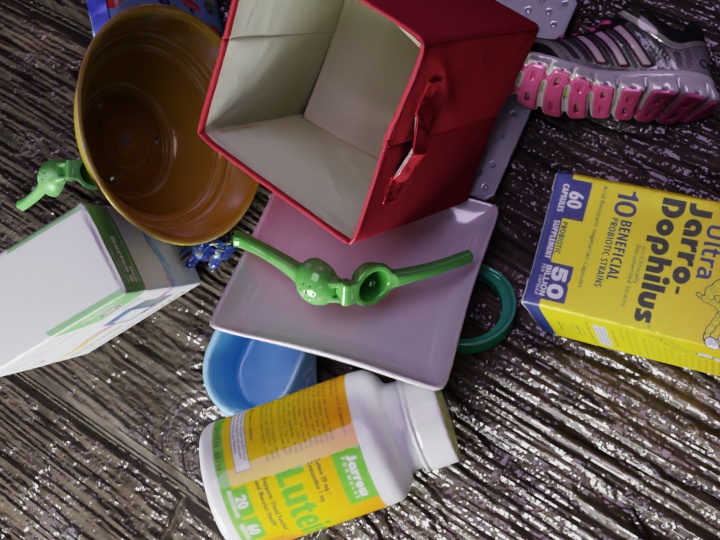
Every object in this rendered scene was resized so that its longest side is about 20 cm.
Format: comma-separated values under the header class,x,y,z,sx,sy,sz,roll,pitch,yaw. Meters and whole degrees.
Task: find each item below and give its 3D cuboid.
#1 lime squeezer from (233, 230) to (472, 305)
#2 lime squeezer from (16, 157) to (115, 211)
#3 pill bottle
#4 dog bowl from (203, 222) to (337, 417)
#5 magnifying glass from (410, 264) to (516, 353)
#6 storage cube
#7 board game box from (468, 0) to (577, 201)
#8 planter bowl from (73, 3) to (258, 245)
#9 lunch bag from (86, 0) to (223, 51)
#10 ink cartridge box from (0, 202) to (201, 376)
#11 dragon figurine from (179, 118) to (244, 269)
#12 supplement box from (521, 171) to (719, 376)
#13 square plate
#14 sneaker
class,x,y,z,sx,sy,sz,roll,pitch,yaw
lime squeezer,-0.008,0.003,0.860,0.196,0.071,0.038,4,110,2
lime squeezer,-0.270,-0.085,1.058,0.196,0.071,0.038,-8,55,16
pill bottle,-0.023,0.149,0.884,0.197,0.111,0.113,-20,70,6
dog bowl,-0.072,0.048,0.966,0.110,0.050,0.203,22,84,23
magnifying glass,0.035,0.037,0.916,0.196,0.023,0.081,-7,61,1
storage cube,0.005,-0.154,0.863,0.199,0.179,0.173,36,122,25
board game box,0.074,-0.184,0.991,0.198,0.026,0.203,22,83,23
planter bowl,-0.182,-0.119,0.929,0.083,0.199,0.204,-8,72,41
lunch bag,-0.206,-0.247,1.010,0.093,0.200,0.153,-18,70,13
ink cartridge box,-0.244,0.014,0.948,0.144,0.200,0.088,-30,88,8
dragon figurine,-0.126,-0.100,1.015,0.098,0.059,0.202,29,87,13
supplement box,0.240,0.008,0.835,0.197,0.109,0.111,13,80,21
square plate,0.000,0.000,0.905,0.197,0.029,0.200,14,52,10
sneaker,0.206,-0.182,0.913,0.196,0.074,0.089,8,70,6
